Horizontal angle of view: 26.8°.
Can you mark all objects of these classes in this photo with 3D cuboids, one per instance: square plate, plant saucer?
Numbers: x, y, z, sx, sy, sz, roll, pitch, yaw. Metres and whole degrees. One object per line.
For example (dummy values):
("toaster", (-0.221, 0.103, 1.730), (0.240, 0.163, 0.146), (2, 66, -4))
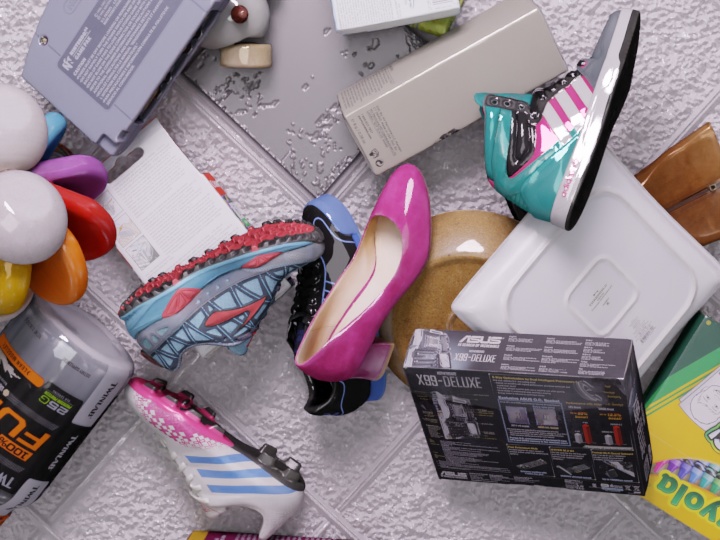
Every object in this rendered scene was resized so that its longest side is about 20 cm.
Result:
("square plate", (0.210, 0.019, 1.342), (0.198, 0.028, 0.200), (42, 87, -21))
("plant saucer", (0.100, 0.045, 1.379), (0.198, 0.035, 0.202), (4, 113, 9))

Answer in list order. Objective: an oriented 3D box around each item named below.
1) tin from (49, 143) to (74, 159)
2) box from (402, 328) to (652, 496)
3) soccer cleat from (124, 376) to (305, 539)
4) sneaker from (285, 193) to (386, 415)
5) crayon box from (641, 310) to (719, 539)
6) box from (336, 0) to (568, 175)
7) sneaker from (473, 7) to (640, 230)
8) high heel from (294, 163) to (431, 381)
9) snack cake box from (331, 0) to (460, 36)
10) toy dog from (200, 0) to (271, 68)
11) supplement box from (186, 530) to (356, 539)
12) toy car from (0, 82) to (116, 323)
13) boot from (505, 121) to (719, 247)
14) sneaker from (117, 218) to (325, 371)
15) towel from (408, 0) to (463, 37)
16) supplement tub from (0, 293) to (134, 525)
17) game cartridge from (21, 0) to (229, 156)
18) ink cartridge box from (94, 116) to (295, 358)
("tin", (-0.341, -0.040, 1.421), (0.112, 0.042, 0.200), (43, 95, -5))
("box", (0.149, 0.126, 1.335), (0.198, 0.050, 0.159), (1, 135, 22))
("soccer cleat", (-0.147, 0.179, 1.415), (0.199, 0.070, 0.087), (32, 95, -1))
("sneaker", (-0.033, 0.034, 1.385), (0.077, 0.070, 0.202), (-16, 96, -35))
("crayon box", (0.353, 0.163, 1.397), (0.199, 0.058, 0.174), (31, 95, 0))
("box", (0.080, -0.170, 1.363), (0.199, 0.082, 0.069), (-28, 112, 6))
("sneaker", (0.160, -0.144, 1.301), (0.120, 0.084, 0.202), (19, 79, 17))
("high heel", (0.000, 0.000, 1.328), (0.067, 0.095, 0.202), (25, 100, 43))
("snack cake box", (0.018, -0.319, 1.345), (0.114, 0.067, 0.202), (-9, 95, 5))
("toy dog", (-0.163, -0.230, 1.367), (0.198, 0.096, 0.133), (-17, 94, 4))
("supplement box", (-0.071, 0.322, 1.407), (0.197, 0.103, 0.133), (2, 94, 2))
("toy car", (-0.289, -0.059, 1.322), (0.149, 0.175, 0.202), (-5, 66, -30))
("boot", (0.237, -0.079, 1.378), (0.199, 0.068, 0.190), (-29, 93, 4))
("sneaker", (-0.113, 0.024, 1.358), (0.198, 0.079, 0.096), (-25, 107, 11))
("towel", (0.016, -0.314, 1.390), (0.198, 0.023, 0.145), (25, 95, 0))
("supplement tub", (-0.311, 0.131, 1.392), (0.122, 0.123, 0.201), (37, 95, -1))
("game cartridge", (-0.208, -0.220, 1.332), (0.133, 0.040, 0.201), (40, 106, 6))
("ink cartridge box", (-0.164, -0.031, 1.408), (0.109, 0.050, 0.201), (-38, 91, 5))
